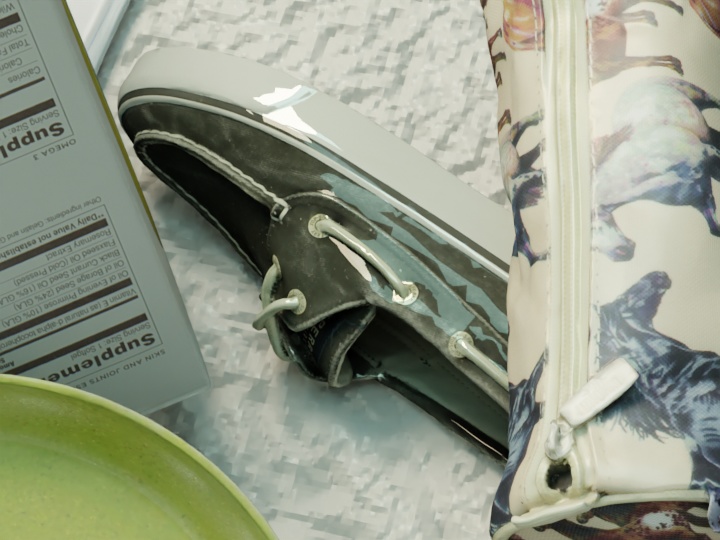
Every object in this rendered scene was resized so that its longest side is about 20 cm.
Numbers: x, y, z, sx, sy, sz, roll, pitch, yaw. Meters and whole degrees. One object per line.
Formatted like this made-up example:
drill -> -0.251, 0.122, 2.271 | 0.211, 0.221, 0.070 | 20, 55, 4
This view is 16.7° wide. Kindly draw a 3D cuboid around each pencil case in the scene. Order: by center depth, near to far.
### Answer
pencil case -> 0.070, -0.017, 0.667 | 0.078, 0.089, 0.200 | -8, 71, 19

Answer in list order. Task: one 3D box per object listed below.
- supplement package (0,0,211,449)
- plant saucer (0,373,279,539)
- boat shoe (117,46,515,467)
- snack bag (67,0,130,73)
supplement package -> -0.154, -0.053, 0.684 | 0.151, 0.200, 0.152 | -22, 41, -4
plant saucer -> -0.106, 0.126, 0.663 | 0.200, 0.031, 0.200 | 0, 91, -6
boat shoe -> 0.000, 0.000, 0.738 | 0.200, 0.071, 0.064 | 30, 68, 18
snack bag -> -0.150, -0.150, 0.859 | 0.200, 0.021, 0.189 | 18, 65, 14
